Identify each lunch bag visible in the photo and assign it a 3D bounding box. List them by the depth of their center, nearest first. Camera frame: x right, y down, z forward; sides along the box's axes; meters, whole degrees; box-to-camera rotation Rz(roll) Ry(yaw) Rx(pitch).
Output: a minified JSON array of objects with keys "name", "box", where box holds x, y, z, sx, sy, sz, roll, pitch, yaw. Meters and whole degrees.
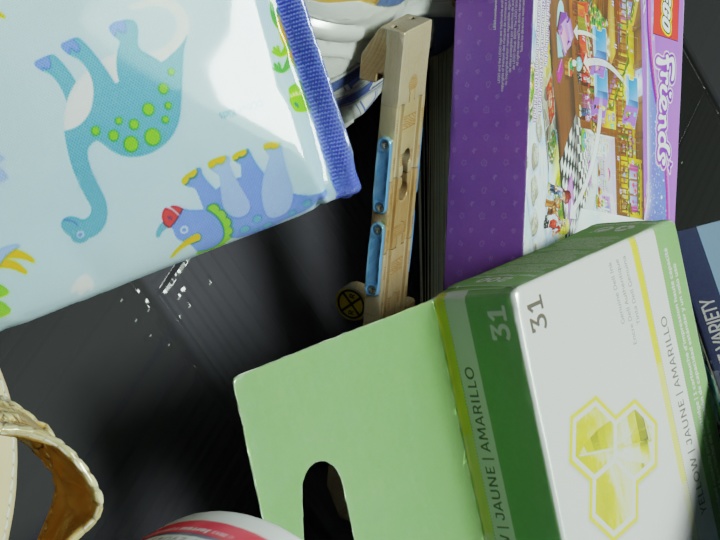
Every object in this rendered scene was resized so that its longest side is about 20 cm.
[{"name":"lunch bag","box":[-0.116,-0.091,0.682,0.169,0.127,0.201,-22,105,-15]}]

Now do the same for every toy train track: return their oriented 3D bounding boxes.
[{"name":"toy train track","box":[0.000,0.000,0.883,0.115,0.032,0.201,-34,134,-56]}]

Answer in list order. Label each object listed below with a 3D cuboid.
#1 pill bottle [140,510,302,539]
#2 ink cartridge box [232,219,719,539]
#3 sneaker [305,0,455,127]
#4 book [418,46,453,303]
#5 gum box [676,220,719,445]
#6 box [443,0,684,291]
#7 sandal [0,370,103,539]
[{"name":"pill bottle","box":[-0.086,0.165,0.703,0.200,0.119,0.120,-30,104,-50]},{"name":"ink cartridge box","box":[0.053,0.076,0.828,0.199,0.048,0.147,-21,102,-45]},{"name":"sneaker","box":[-0.011,-0.096,0.918,0.075,0.088,0.200,36,17,14]},{"name":"book","box":[0.082,0.010,1.017,0.133,0.048,0.202,17,70,-49]},{"name":"gum box","box":[0.172,0.106,0.946,0.201,0.044,0.171,73,5,-47]},{"name":"box","box":[0.084,-0.032,0.941,0.137,0.039,0.202,6,86,-57]},{"name":"sandal","box":[-0.110,0.077,0.679,0.212,0.069,0.078,-63,139,-66]}]
